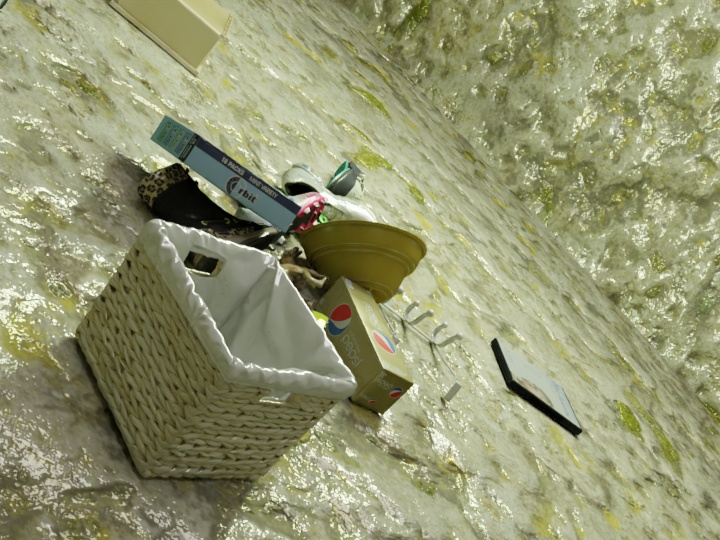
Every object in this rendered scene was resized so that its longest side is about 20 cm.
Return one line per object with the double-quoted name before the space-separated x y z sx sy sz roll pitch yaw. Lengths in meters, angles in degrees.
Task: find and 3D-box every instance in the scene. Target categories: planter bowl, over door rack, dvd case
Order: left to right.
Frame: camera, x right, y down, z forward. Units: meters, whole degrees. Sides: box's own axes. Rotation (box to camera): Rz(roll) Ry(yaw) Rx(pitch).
"planter bowl" 0.000 0.000 1.611 0.199 0.199 0.085 26 61 -43
"over door rack" 0.098 0.101 1.699 0.147 0.067 0.201 37 20 -20
"dvd case" 0.336 0.221 2.024 0.199 0.018 0.143 36 19 -25

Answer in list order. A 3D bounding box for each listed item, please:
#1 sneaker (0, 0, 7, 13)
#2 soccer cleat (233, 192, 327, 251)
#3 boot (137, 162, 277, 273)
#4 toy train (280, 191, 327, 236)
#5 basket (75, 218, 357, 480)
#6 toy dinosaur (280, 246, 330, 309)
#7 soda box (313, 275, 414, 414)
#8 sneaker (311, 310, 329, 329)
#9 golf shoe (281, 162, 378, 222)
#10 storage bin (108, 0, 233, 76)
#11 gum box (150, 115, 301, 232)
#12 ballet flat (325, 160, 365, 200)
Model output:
"sneaker" -0.513 -0.369 1.414 0.078 0.079 0.201 33 45 -13
"soccer cleat" -0.121 -0.092 1.611 0.086 0.070 0.200 34 27 12
"boot" -0.204 -0.073 1.429 0.151 0.073 0.200 47 24 8
"toy train" -0.122 -0.091 1.692 0.199 0.042 0.057 28 34 -41
"basket" -0.149 0.084 1.056 0.197 0.161 0.201 17 33 -54
"toy dinosaur" -0.102 0.010 1.516 0.100 0.059 0.200 30 10 5
"soda box" 0.002 0.103 1.485 0.064 0.068 0.201 30 23 -37
"sneaker" -0.098 0.084 1.331 0.081 0.074 0.200 36 11 -3
"golf shoe" -0.055 -0.098 1.795 0.199 0.079 0.097 33 17 -3
"storage bin" -0.348 -0.489 1.986 0.199 0.094 0.199 38 18 -17
"gum box" -0.186 -0.133 1.435 0.169 0.045 0.200 35 -1 -28
"ballet flat" -0.023 -0.162 2.011 0.073 0.073 0.200 42 16 -6
